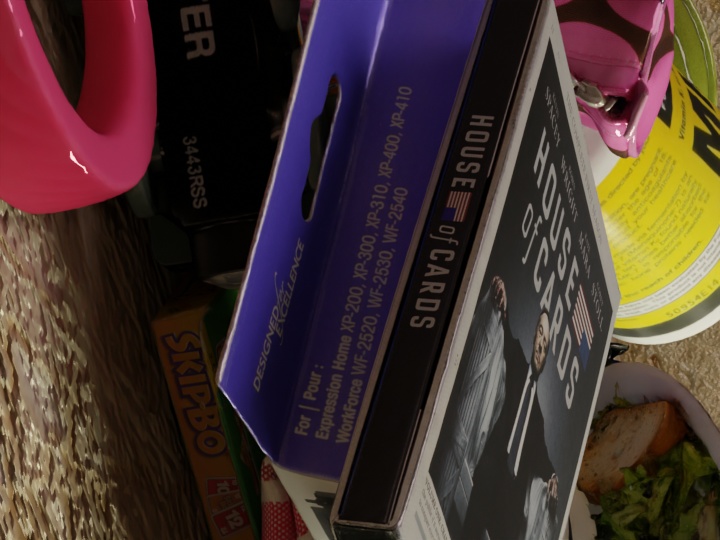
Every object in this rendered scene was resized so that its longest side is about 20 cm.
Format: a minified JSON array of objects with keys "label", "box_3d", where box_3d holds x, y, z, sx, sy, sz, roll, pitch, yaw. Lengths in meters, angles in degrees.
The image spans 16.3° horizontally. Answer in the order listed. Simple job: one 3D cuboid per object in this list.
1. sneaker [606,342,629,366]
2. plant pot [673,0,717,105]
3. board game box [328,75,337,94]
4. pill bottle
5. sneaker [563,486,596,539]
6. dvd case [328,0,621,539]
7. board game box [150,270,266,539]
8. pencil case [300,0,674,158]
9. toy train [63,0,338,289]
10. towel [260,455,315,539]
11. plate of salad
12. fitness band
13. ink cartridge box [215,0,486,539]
[{"label":"sneaker","box_3d":[0.088,0.052,1.147,0.200,0.078,0.070,53,11,-55]},{"label":"plant pot","box_3d":[0.071,-0.075,1.299,0.193,0.199,0.202,-43,120,-67]},{"label":"board game box","box_3d":[0.000,0.000,1.017,0.200,0.045,0.153,-114,-172,-72]},{"label":"pill bottle","box_3d":[0.091,-0.054,1.092,0.200,0.114,0.115,34,40,-50]},{"label":"sneaker","box_3d":[0.046,0.113,0.987,0.080,0.076,0.200,39,17,-31]},{"label":"dvd case","box_3d":[0.041,0.037,0.768,0.151,0.025,0.201,71,30,-48]},{"label":"board game box","box_3d":[-0.037,0.042,0.900,0.200,0.030,0.096,-73,149,-78]},{"label":"pencil case","box_3d":[0.019,-0.099,0.942,0.094,0.198,0.091,-71,170,-48]},{"label":"toy train","box_3d":[-0.052,-0.091,0.840,0.114,0.085,0.202,66,14,-84]},{"label":"towel","box_3d":[-0.007,0.163,0.829,0.146,0.030,0.202,44,42,-71]},{"label":"plate of salad","box_3d":[0.111,0.139,1.041,0.200,0.048,0.202,175,-90,-67]},{"label":"fitness band","box_3d":[-0.102,-0.113,0.691,0.144,0.037,0.201,-84,158,-64]},{"label":"ink cartridge box","box_3d":[0.020,0.002,0.806,0.200,0.043,0.199,64,33,-54]}]
